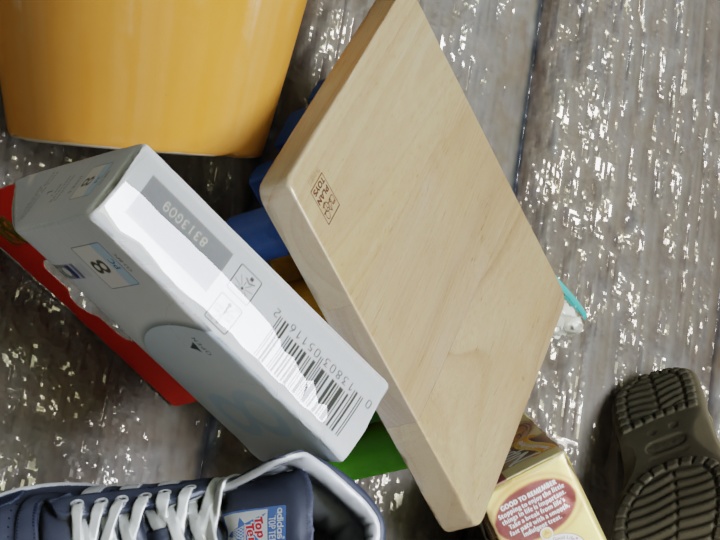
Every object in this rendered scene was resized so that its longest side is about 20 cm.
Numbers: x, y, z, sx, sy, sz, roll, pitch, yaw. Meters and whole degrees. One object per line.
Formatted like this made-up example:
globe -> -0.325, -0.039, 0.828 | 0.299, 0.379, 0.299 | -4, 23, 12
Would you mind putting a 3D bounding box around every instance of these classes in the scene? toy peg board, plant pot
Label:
toy peg board -> 0.000, 0.000, 1.092 | 0.200, 0.097, 0.200 | 61, 30, -23
plant pot -> -0.101, -0.151, 1.052 | 0.199, 0.200, 0.185 | 2, 95, -37

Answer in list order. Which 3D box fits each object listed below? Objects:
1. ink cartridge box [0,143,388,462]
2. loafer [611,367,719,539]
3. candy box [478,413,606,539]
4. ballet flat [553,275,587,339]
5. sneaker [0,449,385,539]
ink cartridge box -> -0.101, 0.023, 1.000 | 0.160, 0.200, 0.047 | 45, 62, -22
loafer -> 0.185, 0.134, 1.235 | 0.068, 0.076, 0.200 | 59, 22, -29
candy box -> 0.117, 0.185, 1.181 | 0.055, 0.115, 0.201 | -25, 99, -3
ballet flat -> 0.041, -0.022, 1.212 | 0.200, 0.072, 0.072 | 47, 57, -18
sneaker -> -0.086, 0.118, 0.944 | 0.199, 0.108, 0.071 | 2, 74, -24
